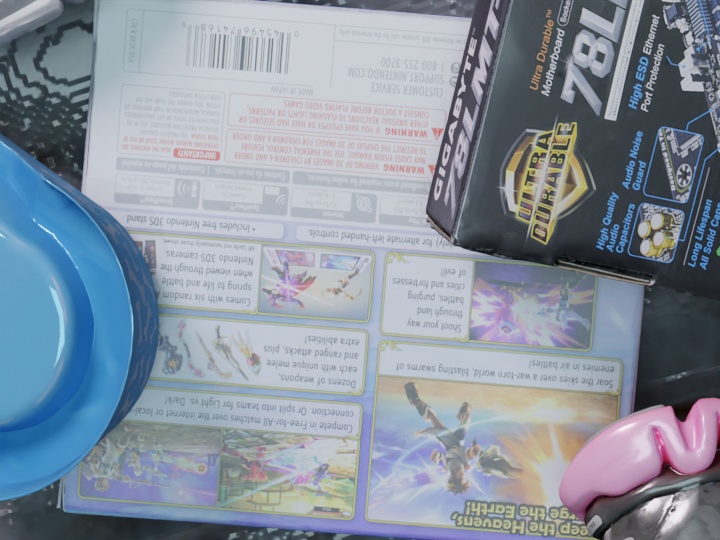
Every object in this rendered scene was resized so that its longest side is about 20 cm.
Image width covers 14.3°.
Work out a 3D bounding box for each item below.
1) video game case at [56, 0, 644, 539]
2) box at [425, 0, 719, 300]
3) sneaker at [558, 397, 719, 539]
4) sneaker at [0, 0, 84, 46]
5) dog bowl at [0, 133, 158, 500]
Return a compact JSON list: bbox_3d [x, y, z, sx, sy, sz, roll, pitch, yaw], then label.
[{"bbox_3d":[0.000,0.000,1.011,0.199,0.045,0.183,5,93,0],"label":"video game case"},{"bbox_3d":[0.139,-0.088,0.955,0.197,0.050,0.201,11,100,-12],"label":"box"},{"bbox_3d":[0.170,0.084,0.961,0.199,0.079,0.096,-12,65,-6],"label":"sneaker"},{"bbox_3d":[-0.096,-0.168,0.976,0.200,0.078,0.112,-43,109,-9],"label":"sneaker"},{"bbox_3d":[-0.153,-0.007,0.983,0.200,0.050,0.112,35,104,14],"label":"dog bowl"}]
